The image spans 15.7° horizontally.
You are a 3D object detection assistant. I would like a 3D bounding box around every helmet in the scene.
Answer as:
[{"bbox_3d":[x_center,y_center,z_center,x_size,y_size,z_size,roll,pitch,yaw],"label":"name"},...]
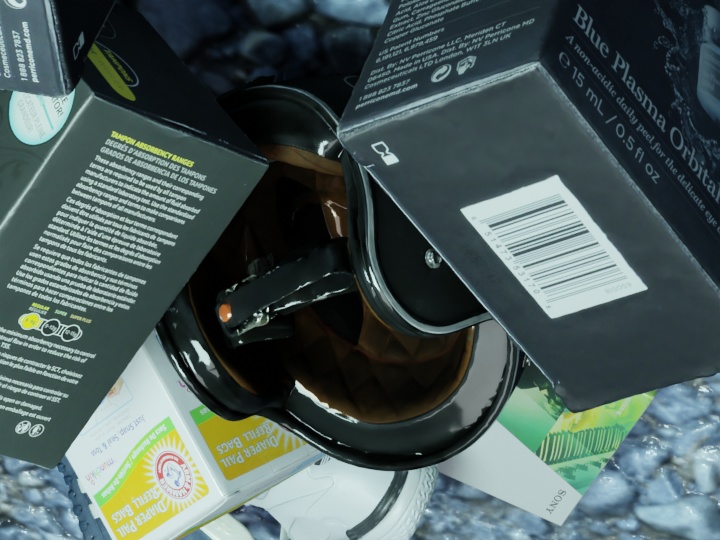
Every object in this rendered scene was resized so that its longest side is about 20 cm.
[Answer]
[{"bbox_3d":[0.000,0.000,1.353,0.200,0.200,0.191,-15,160,33],"label":"helmet"}]

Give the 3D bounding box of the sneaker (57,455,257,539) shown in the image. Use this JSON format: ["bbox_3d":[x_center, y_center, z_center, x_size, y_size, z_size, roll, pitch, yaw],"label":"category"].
[{"bbox_3d":[-0.157,0.146,1.602,0.200,0.085,0.075,34,170,25],"label":"sneaker"}]

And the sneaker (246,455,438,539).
[{"bbox_3d":[-0.033,0.131,1.572,0.115,0.075,0.200,27,157,-8],"label":"sneaker"}]

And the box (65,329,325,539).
[{"bbox_3d":[-0.113,0.042,1.438,0.101,0.112,0.200,-35,81,43],"label":"box"}]

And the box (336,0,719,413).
[{"bbox_3d":[0.113,-0.079,1.221,0.117,0.200,0.197,-18,126,36],"label":"box"}]

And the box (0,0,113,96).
[{"bbox_3d":[-0.202,-0.197,1.210,0.200,0.197,0.117,8,137,13],"label":"box"}]

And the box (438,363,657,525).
[{"bbox_3d":[0.058,0.062,1.514,0.200,0.036,0.144,23,139,-4],"label":"box"}]

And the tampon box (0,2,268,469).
[{"bbox_3d":[-0.175,-0.032,1.292,0.126,0.150,0.200,21,111,-47],"label":"tampon box"}]
